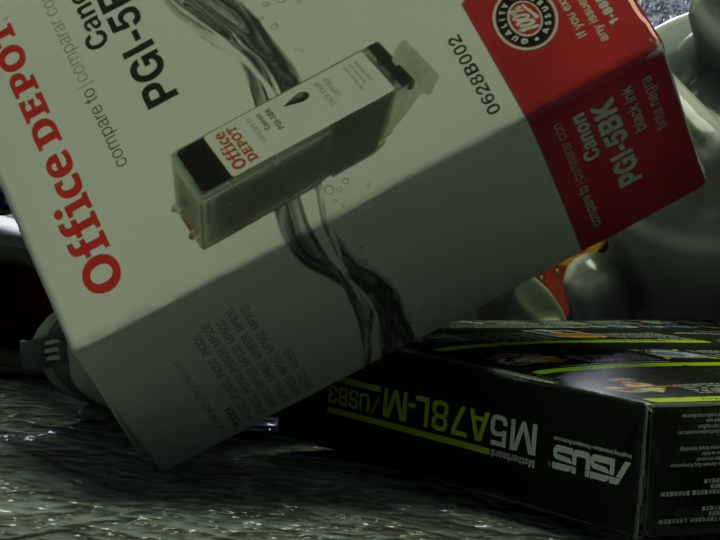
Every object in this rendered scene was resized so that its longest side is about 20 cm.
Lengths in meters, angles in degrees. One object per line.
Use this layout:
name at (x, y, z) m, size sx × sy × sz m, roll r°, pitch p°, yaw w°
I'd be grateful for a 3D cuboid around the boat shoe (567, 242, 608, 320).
boat shoe at (0.116, 0.006, 1.246) m, size 0.200 × 0.068 × 0.072 m, roll 0°, pitch 6°, yaw -31°

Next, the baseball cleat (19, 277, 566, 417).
baseball cleat at (-0.025, 0.021, 1.009) m, size 0.200 × 0.070 × 0.106 m, roll 4°, pitch -3°, yaw -33°

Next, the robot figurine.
robot figurine at (0.151, -0.025, 1.086) m, size 0.170 × 0.113 × 0.200 m, roll -33°, pitch -34°, yaw -4°

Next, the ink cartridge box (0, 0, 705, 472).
ink cartridge box at (-0.015, -0.052, 0.889) m, size 0.200 × 0.147 × 0.083 m, roll -28°, pitch -33°, yaw 0°

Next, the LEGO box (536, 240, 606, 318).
LEGO box at (0.023, -0.085, 1.120) m, size 0.077 × 0.200 × 0.149 m, roll -18°, pitch 31°, yaw 45°

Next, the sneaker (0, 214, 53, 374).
sneaker at (-0.170, 0.002, 1.119) m, size 0.200 × 0.074 × 0.079 m, roll 6°, pitch 11°, yaw 26°

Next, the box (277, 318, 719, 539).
box at (0.106, 0.047, 0.920) m, size 0.200 × 0.048 × 0.193 m, roll 0°, pitch 8°, yaw -36°

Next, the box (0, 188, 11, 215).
box at (-0.108, -0.089, 1.023) m, size 0.064 × 0.070 × 0.200 m, roll -13°, pitch -17°, yaw -22°
